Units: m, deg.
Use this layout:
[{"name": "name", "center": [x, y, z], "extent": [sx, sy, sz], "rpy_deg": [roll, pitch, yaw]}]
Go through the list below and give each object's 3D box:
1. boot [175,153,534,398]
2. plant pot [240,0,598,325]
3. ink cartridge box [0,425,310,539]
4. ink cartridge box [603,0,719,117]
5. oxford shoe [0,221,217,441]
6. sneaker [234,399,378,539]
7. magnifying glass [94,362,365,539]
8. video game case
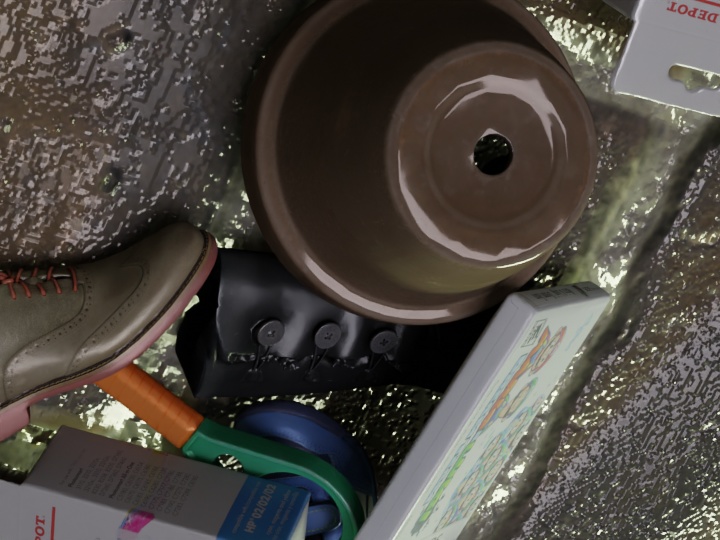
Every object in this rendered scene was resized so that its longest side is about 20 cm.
[{"name": "boot", "center": [0.000, 0.001, 1.173], "extent": [0.198, 0.066, 0.166], "rpy_deg": [5, 112, -20]}, {"name": "plant pot", "center": [0.044, -0.063, 1.053], "extent": [0.198, 0.175, 0.202], "rpy_deg": [-1, 96, -13]}, {"name": "ink cartridge box", "center": [-0.137, 0.167, 1.157], "extent": [0.198, 0.068, 0.116], "rpy_deg": [14, 121, 8]}, {"name": "ink cartridge box", "center": [0.210, -0.198, 1.149], "extent": [0.115, 0.067, 0.201], "rpy_deg": [10, 111, -27]}, {"name": "oxford shoe", "center": [-0.173, 0.026, 1.106], "extent": [0.199, 0.070, 0.075], "rpy_deg": [-35, 118, -4]}, {"name": "sneaker", "center": [-0.026, 0.167, 1.220], "extent": [0.073, 0.083, 0.201], "rpy_deg": [-8, 125, 26]}, {"name": "magnifying glass", "center": [-0.083, 0.109, 1.159], "extent": [0.200, 0.022, 0.080], "rpy_deg": [39, 123, -3]}, {"name": "video game case", "center": [0.071, 0.097, 1.186], "extent": [0.201, 0.024, 0.182], "rpy_deg": [-59, 163, 13]}]
